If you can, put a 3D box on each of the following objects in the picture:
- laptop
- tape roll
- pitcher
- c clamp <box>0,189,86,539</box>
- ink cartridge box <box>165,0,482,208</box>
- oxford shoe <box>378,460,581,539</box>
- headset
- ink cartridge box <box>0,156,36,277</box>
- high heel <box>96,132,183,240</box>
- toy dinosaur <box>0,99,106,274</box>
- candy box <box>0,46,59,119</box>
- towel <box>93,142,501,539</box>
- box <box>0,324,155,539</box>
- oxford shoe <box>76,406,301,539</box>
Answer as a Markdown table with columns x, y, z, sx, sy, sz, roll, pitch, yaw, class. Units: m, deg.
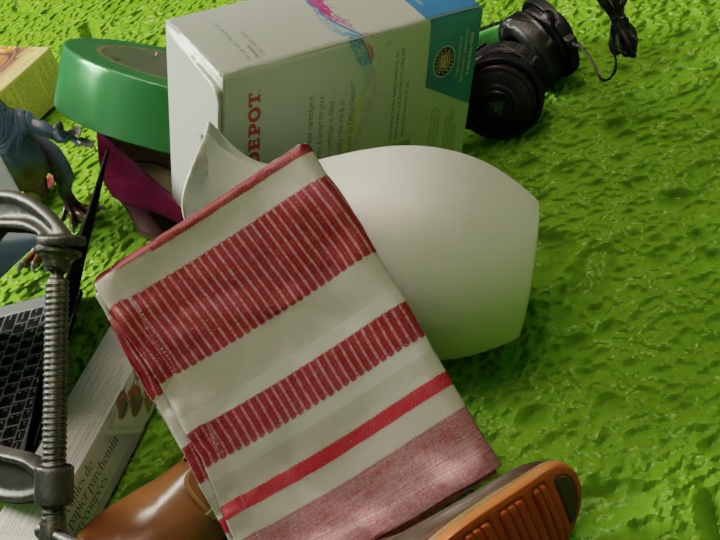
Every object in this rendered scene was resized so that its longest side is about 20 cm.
| x | y | z | sx | sy | sz | roll | pitch | yaw | class |
| --- | --- | --- | --- | --- | --- | --- | --- | --- | --- |
| -0.251 | 0.039 | 0.788 | 0.197 | 0.117 | 0.189 | -13 | 37 | 11 | laptop |
| -0.134 | -0.132 | 0.911 | 0.197 | 0.049 | 0.201 | 13 | 15 | -3 | tape roll |
| 0.000 | 0.000 | 0.710 | 0.196 | 0.173 | 0.123 | 9 | 52 | 4 | pitcher |
| -0.179 | 0.053 | 0.650 | 0.169 | 0.204 | 0.027 | -5 | -4 | 43 | c clamp |
| -0.027 | -0.110 | 0.792 | 0.198 | 0.146 | 0.085 | -21 | 47 | -28 | ink cartridge box |
| 0.017 | 0.146 | 0.563 | 0.198 | 0.072 | 0.073 | -32 | 33 | -14 | oxford shoe |
| 0.117 | -0.165 | 0.882 | 0.198 | 0.095 | 0.124 | 1 | 41 | 44 | headset |
| -0.335 | 0.004 | 0.782 | 0.199 | 0.085 | 0.144 | -38 | -14 | 26 | ink cartridge box |
| -0.107 | -0.068 | 0.866 | 0.197 | 0.097 | 0.068 | 8 | 44 | 34 | high heel |
| -0.280 | -0.087 | 0.901 | 0.105 | 0.183 | 0.199 | -39 | 37 | -17 | toy dinosaur |
| -0.386 | -0.139 | 1.128 | 0.114 | 0.056 | 0.201 | 6 | 45 | 32 | candy box |
| -0.037 | 0.053 | 0.616 | 0.143 | 0.202 | 0.023 | -31 | -8 | 1 | towel |
| -0.164 | 0.100 | 0.734 | 0.041 | 0.039 | 0.201 | -4 | 40 | 22 | box |
| -0.078 | 0.109 | 0.655 | 0.198 | 0.072 | 0.071 | -29 | 38 | -7 | oxford shoe |
